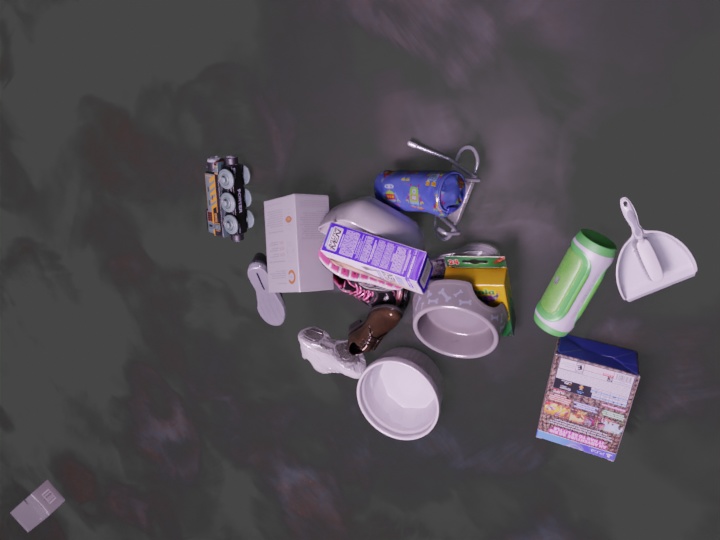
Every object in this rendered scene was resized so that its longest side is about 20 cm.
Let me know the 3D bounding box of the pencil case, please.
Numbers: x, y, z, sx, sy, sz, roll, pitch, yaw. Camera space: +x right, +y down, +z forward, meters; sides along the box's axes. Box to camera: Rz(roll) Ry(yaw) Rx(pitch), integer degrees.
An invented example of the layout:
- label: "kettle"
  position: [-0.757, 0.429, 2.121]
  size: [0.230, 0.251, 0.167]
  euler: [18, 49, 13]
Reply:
- label: "pencil case"
  position: [0.109, -0.149, 1.145]
  size: [0.198, 0.077, 0.089]
  euler: [11, 106, 50]

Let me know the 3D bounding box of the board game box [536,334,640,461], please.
- label: "board game box"
  position: [0.458, 0.254, 1.210]
  size: [0.156, 0.097, 0.204]
  euler: [14, 115, 18]

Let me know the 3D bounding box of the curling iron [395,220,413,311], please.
- label: "curling iron"
  position: [0.097, -0.010, 1.303]
  size: [0.025, 0.050, 0.205]
  euler: [9, 108, 19]

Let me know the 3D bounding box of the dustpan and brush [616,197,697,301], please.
- label: "dustpan and brush"
  position: [0.512, -0.046, 1.082]
  size: [0.138, 0.057, 0.203]
  euler: [-25, 98, 21]

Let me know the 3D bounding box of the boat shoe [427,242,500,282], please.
- label: "boat shoe"
  position: [0.191, -0.011, 1.242]
  size: [0.196, 0.068, 0.074]
  euler: [-4, 109, 25]

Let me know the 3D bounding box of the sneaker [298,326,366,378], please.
- label: "sneaker"
  position: [-0.066, 0.215, 1.446]
  size: [0.198, 0.077, 0.101]
  euler: [27, 131, 30]

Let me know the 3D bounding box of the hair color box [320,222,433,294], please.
- label: "hair color box"
  position: [0.033, -0.022, 1.142]
  size: [0.196, 0.109, 0.066]
  euler: [20, 81, 18]

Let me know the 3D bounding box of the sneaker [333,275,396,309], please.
- label: "sneaker"
  position: [-0.008, 0.035, 1.335]
  size: [0.199, 0.095, 0.080]
  euler: [38, 119, 4]

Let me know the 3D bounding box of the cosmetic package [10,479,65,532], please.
- label: "cosmetic package"
  position: [-1.187, 0.867, 2.193]
  size: [0.199, 0.090, 0.107]
  euler: [-40, 94, 28]

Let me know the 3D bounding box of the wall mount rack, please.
- label: "wall mount rack"
  position: [0.153, -0.167, 1.201]
  size: [0.174, 0.073, 0.203]
  euler: [44, 127, 42]

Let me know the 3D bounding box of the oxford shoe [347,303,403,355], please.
- label: "oxford shoe"
  position: [0.034, 0.139, 1.333]
  size: [0.072, 0.086, 0.200]
  euler: [24, 141, -17]

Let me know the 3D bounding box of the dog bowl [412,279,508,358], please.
- label: "dog bowl"
  position: [0.194, 0.104, 1.198]
  size: [0.196, 0.059, 0.202]
  euler: [13, 142, 10]

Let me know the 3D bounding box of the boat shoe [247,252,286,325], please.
- label: "boat shoe"
  position: [-0.218, 0.045, 1.449]
  size: [0.070, 0.072, 0.203]
  euler: [0, 130, 10]

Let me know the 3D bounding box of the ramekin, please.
- label: "ramekin"
  position: [0.099, 0.274, 1.374]
  size: [0.196, 0.105, 0.205]
  euler: [8, 113, 20]

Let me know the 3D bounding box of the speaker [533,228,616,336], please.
- label: "speaker"
  position: [0.410, 0.026, 1.149]
  size: [0.087, 0.088, 0.203]
  euler: [26, 118, 12]

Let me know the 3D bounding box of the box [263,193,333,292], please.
- label: "box"
  position: [-0.135, -0.056, 1.299]
  size: [0.123, 0.096, 0.205]
  euler: [-3, 90, 49]

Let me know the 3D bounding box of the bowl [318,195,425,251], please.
- label: "bowl"
  position: [0.030, -0.083, 1.213]
  size: [0.197, 0.199, 0.076]
  euler: [27, 79, -20]

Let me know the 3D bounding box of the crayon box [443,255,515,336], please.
- label: "crayon box"
  position: [0.239, 0.054, 1.205]
  size: [0.124, 0.051, 0.202]
  euler: [1, 139, 24]

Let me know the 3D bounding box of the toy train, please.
- label: "toy train"
  position: [-0.316, -0.170, 1.403]
  size: [0.112, 0.085, 0.205]
  euler: [11, 114, 30]

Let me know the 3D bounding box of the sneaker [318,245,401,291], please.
- label: "sneaker"
  position: [0.000, 0.000, 1.275]
  size: [0.196, 0.075, 0.088]
  euler: [18, 163, -7]
